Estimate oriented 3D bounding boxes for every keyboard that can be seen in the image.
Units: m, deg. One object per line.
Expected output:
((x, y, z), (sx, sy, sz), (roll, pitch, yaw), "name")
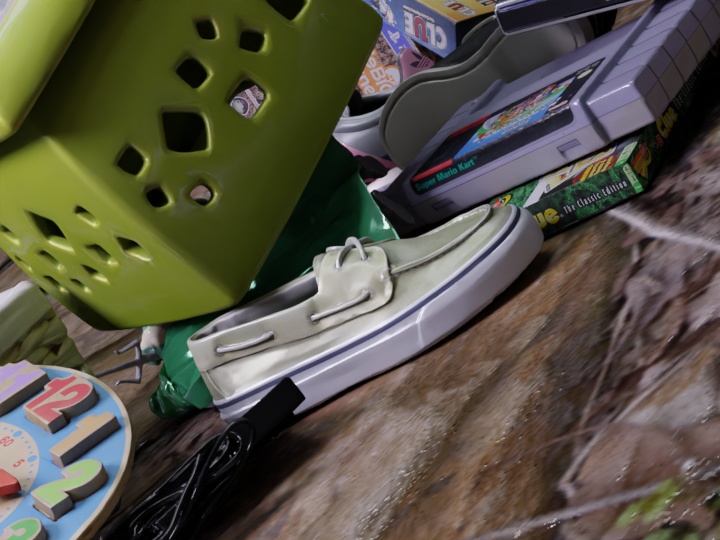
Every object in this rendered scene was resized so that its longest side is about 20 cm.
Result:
((-0.096, 0.133, 0.841), (0.200, 0.040, 0.104), (-43, -8, -19), "keyboard")

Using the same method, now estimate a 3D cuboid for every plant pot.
((-0.138, -0.098, 1.011), (0.200, 0.181, 0.200), (-14, 46, 58), "plant pot")

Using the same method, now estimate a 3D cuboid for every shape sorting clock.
((-0.203, 0.106, 0.847), (0.199, 0.039, 0.200), (-11, 29, 6), "shape sorting clock")

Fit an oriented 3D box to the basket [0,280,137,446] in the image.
((-0.244, 0.120, 1.019), (0.135, 0.124, 0.200), (-22, 18, 45), "basket")

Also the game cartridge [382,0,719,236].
((0.104, -0.090, 0.999), (0.200, 0.038, 0.130), (-24, 13, 44), "game cartridge")

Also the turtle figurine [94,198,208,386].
((-0.107, -0.006, 1.157), (0.200, 0.101, 0.150), (-33, 3, -27), "turtle figurine")

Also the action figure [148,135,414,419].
((-0.055, 0.017, 1.020), (0.200, 0.055, 0.118), (-44, 45, 21), "action figure")

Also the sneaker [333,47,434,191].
((-0.015, -0.087, 1.257), (0.200, 0.082, 0.070), (-29, 15, 24), "sneaker")

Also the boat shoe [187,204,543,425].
((-0.001, 0.017, 0.914), (0.200, 0.062, 0.072), (-32, 14, 15), "boat shoe")

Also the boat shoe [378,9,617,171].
((0.086, -0.123, 1.132), (0.060, 0.074, 0.200), (-41, 1, -42), "boat shoe")

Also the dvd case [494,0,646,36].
((0.187, -0.199, 1.022), (0.199, 0.025, 0.150), (-10, 29, 29), "dvd case")

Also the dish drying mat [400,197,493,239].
((0.000, 0.000, 1.062), (0.200, 0.018, 0.077), (-30, 12, 22), "dish drying mat")

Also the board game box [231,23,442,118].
((0.002, -0.175, 1.485), (0.200, 0.097, 0.160), (-26, 17, 36), "board game box")

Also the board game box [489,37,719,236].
((0.137, -0.079, 0.995), (0.105, 0.023, 0.200), (-28, 15, 35), "board game box")

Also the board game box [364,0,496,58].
((0.070, -0.219, 1.334), (0.135, 0.035, 0.200), (-20, 35, -24), "board game box")
